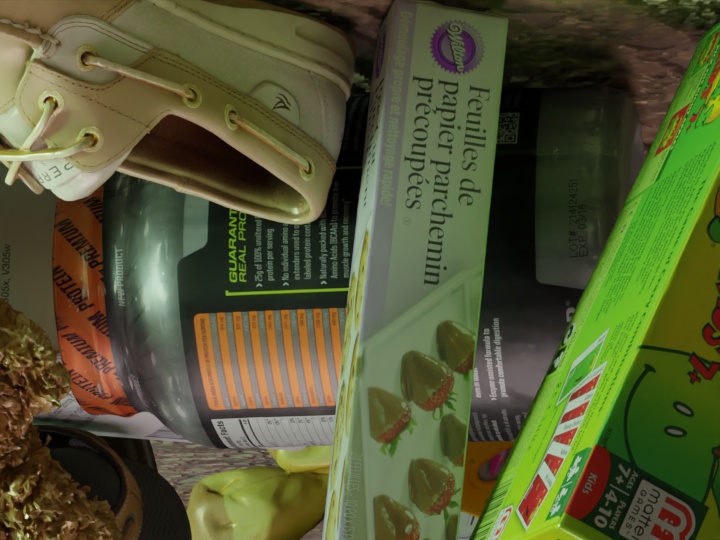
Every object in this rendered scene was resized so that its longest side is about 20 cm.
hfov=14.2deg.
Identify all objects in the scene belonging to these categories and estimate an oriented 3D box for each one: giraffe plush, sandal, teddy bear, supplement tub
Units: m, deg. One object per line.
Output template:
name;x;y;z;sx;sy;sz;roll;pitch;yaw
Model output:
giraffe plush;0.021;0.124;1.525;0.200;0.173;0.162;-36;174;2
sandal;-0.126;0.088;1.158;0.054;0.082;0.200;-29;147;24
teddy bear;-0.150;0.071;1.027;0.144;0.067;0.201;13;132;29
supplement tub;0.000;0.000;1.010;0.199;0.123;0.123;-1;166;9

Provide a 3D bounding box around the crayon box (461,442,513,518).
crayon box;0.115;0.056;1.102;0.199;0.119;0.058;18;180;27

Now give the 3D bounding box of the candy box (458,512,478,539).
candy box;0.081;0.092;1.219;0.167;0.201;0.071;-6;165;23

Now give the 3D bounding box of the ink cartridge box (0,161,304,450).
ink cartridge box;-0.097;0.014;1.147;0.199;0.085;0.146;5;166;-18

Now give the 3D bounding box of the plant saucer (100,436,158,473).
plant saucer;-0.162;0.087;1.221;0.199;0.201;0.032;10;152;-35

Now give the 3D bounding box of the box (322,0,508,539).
box;0.016;0.017;0.910;0.038;0.201;0.041;8;166;-8

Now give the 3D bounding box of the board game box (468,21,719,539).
board game box;0.102;0.007;0.873;0.047;0.201;0.102;29;161;-7

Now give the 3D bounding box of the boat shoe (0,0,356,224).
boat shoe;-0.084;-0.056;0.896;0.199;0.070;0.074;10;163;-34
